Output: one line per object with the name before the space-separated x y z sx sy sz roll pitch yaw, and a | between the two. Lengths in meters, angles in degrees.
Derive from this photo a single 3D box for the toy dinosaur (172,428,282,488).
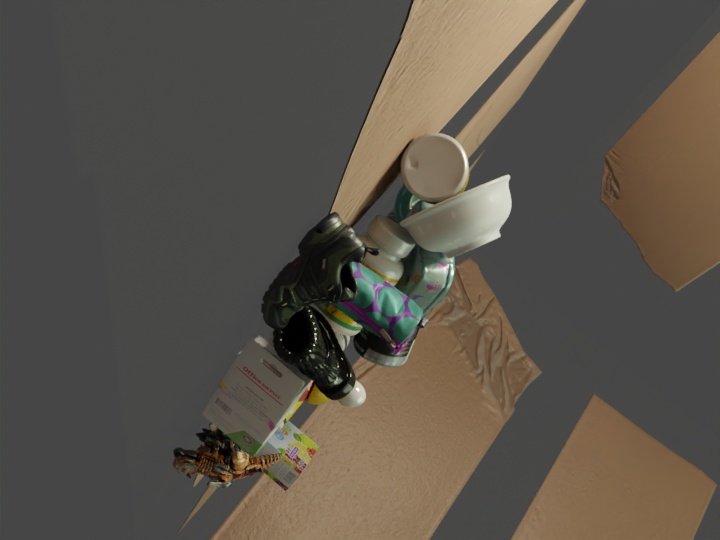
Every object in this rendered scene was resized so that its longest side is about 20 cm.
toy dinosaur | -0.237 0.326 1.359 0.102 0.136 0.200 -38 137 16

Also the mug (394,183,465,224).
mug | 0.141 -0.107 1.563 0.114 0.152 0.186 27 71 -83

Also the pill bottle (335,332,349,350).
pill bottle | -0.093 0.143 1.541 0.200 0.113 0.113 -48 174 -39

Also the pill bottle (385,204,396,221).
pill bottle | 0.076 -0.051 1.678 0.200 0.116 0.116 -51 175 -13

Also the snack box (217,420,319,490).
snack box | -0.201 0.375 1.714 0.068 0.200 0.169 -52 176 9

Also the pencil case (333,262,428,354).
pencil case | 0.005 0.046 1.221 0.085 0.200 0.092 -50 -173 38

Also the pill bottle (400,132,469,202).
pill bottle | 0.132 -0.171 1.336 0.113 0.113 0.200 -52 176 8

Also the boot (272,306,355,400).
boot | -0.094 0.092 1.181 0.079 0.211 0.158 -42 138 -2

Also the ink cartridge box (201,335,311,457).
ink cartridge box | -0.159 0.189 1.230 0.200 0.117 0.067 -54 173 34

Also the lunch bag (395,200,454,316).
lunch bag | 0.109 -0.020 1.433 0.161 0.077 0.200 123 -23 -47

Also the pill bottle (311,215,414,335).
pill bottle | 0.005 0.006 1.361 0.200 0.113 0.113 -53 175 18

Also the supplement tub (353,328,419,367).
supplement tub | 0.070 0.088 1.587 0.200 0.122 0.123 -69 169 21

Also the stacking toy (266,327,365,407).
stacking toy | -0.085 0.188 1.341 0.146 0.200 0.146 -64 -179 1

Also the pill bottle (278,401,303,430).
pill bottle | -0.153 0.230 1.635 0.200 0.111 0.111 -50 175 -27

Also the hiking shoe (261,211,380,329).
hiking shoe | -0.058 0.022 1.034 0.200 0.101 0.076 -54 174 32

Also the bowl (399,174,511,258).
bowl | 0.174 -0.080 1.294 0.201 0.091 0.201 -24 180 0
